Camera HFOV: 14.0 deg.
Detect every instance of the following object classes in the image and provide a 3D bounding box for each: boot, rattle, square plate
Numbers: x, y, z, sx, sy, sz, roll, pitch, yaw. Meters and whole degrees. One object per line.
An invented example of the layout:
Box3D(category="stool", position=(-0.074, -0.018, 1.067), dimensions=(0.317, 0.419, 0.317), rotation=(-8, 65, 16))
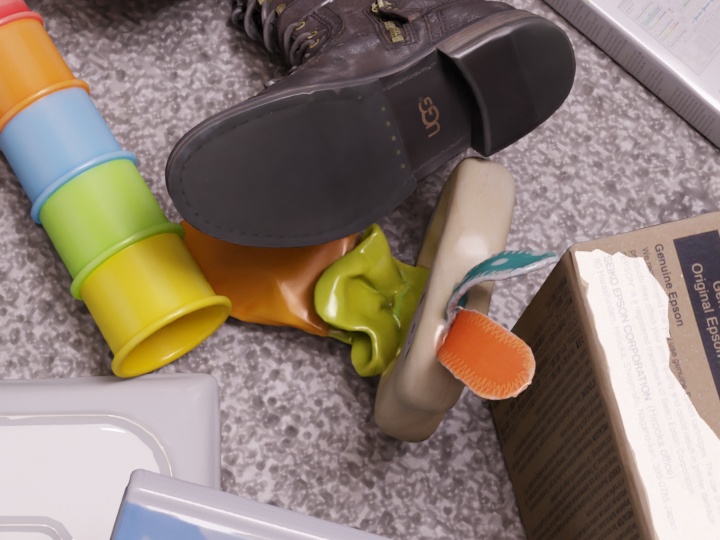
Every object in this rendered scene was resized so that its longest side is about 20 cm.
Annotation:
Box3D(category="boot", position=(-0.016, -0.088, 1.274), dimensions=(0.199, 0.174, 0.070), rotation=(-20, 119, -17))
Box3D(category="rattle", position=(0.000, 0.000, 1.213), dimensions=(0.143, 0.200, 0.130), rotation=(35, 100, -4))
Box3D(category="square plate", position=(-0.153, 0.139, 1.241), dimensions=(0.197, 0.028, 0.201), rotation=(0, 73, -9))

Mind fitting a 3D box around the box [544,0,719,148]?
Box3D(category="box", position=(0.188, -0.133, 1.373), dimensions=(0.200, 0.036, 0.144), rotation=(41, 72, 3))

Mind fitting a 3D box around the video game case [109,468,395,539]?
Box3D(category="video game case", position=(-0.023, 0.190, 1.192), dimensions=(0.199, 0.022, 0.183), rotation=(16, 108, -6))

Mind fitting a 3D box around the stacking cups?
Box3D(category="stacking cups", position=(-0.130, -0.051, 1.291), dimensions=(0.060, 0.061, 0.201), rotation=(-27, 72, -15))

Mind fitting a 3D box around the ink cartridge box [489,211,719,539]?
Box3D(category="ink cartridge box", position=(0.120, 0.086, 1.208), dimensions=(0.075, 0.200, 0.166), rotation=(-13, 77, -12))
